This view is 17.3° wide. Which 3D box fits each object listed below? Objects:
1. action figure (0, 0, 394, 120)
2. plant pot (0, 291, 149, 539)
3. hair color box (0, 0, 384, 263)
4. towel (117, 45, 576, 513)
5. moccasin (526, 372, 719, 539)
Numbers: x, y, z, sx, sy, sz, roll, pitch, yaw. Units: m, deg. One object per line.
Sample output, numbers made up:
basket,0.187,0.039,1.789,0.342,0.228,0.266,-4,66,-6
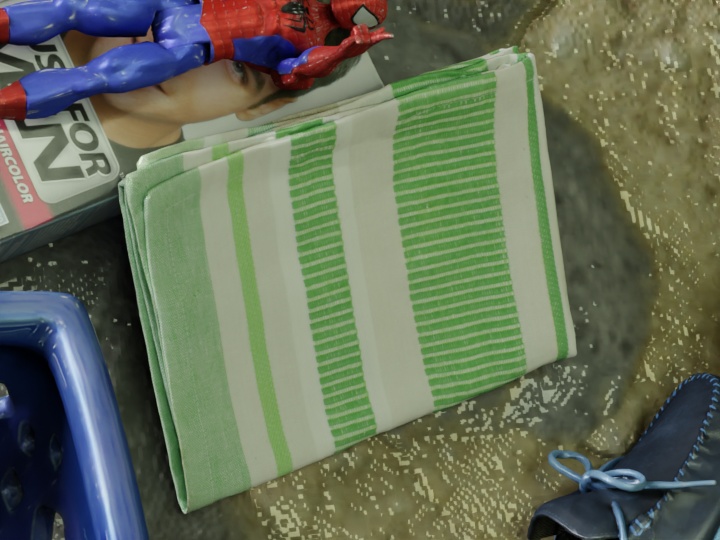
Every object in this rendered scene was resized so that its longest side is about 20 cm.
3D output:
action figure,-0.070,-0.099,0.920,0.199,0.099,0.065,-10,81,-26
plant pot,-0.185,0.140,0.812,0.199,0.180,0.200,-4,57,-23
hair color box,-0.101,-0.079,0.985,0.200,0.061,0.099,-24,86,-26
towel,0.000,0.000,0.995,0.199,0.023,0.153,-20,111,-27
moccasin,0.104,0.120,1.006,0.068,0.080,0.200,37,65,-12
